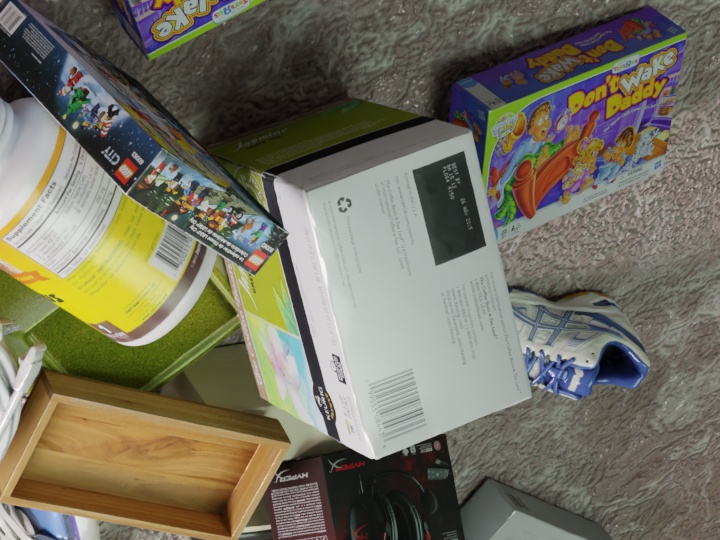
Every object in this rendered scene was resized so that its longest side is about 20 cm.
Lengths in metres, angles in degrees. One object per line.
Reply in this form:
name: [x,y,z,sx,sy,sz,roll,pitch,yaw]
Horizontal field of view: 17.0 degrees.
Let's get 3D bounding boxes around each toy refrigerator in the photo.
toy refrigerator: [-0.053,0.102,1.887,0.200,0.076,0.070,-8,132,-33]

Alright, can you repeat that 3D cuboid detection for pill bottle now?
pill bottle: [-0.199,-0.040,1.588,0.200,0.109,0.109,35,103,-30]

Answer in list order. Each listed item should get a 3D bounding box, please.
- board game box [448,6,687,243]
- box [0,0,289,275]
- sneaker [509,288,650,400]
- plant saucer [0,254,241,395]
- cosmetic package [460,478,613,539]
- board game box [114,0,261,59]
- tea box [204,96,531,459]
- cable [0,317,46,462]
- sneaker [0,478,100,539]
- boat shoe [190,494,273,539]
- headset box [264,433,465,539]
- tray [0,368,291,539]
board game box: [0.154,-0.109,1.845,0.200,0.045,0.135,-24,136,-30]
box: [-0.146,-0.087,1.533,0.038,0.200,0.137,-49,140,5]
sneaker: [0.157,0.066,2.007,0.200,0.088,0.075,-7,133,-32]
plant saucer: [-0.170,0.026,1.746,0.200,0.048,0.200,-37,141,-2]
cosmetic package: [0.136,0.283,2.227,0.151,0.052,0.200,-50,140,11]
board game box: [-0.075,-0.240,1.553,0.200,0.045,0.135,-29,140,-12]
tea box: [0.000,0.000,1.683,0.134,0.197,0.200,-20,108,-20]
cable: [-0.332,0.091,1.642,0.200,0.069,0.200,8,122,-24]
sneaker: [-0.282,0.230,1.827,0.146,0.081,0.200,-19,143,-28]
boat shoe: [-0.056,0.201,1.981,0.201,0.074,0.063,-11,125,-36]
headset box: [0.013,0.240,1.917,0.149,0.200,0.075,-5,173,-45]
tray: [-0.161,0.138,1.767,0.200,0.037,0.099,14,116,-33]
